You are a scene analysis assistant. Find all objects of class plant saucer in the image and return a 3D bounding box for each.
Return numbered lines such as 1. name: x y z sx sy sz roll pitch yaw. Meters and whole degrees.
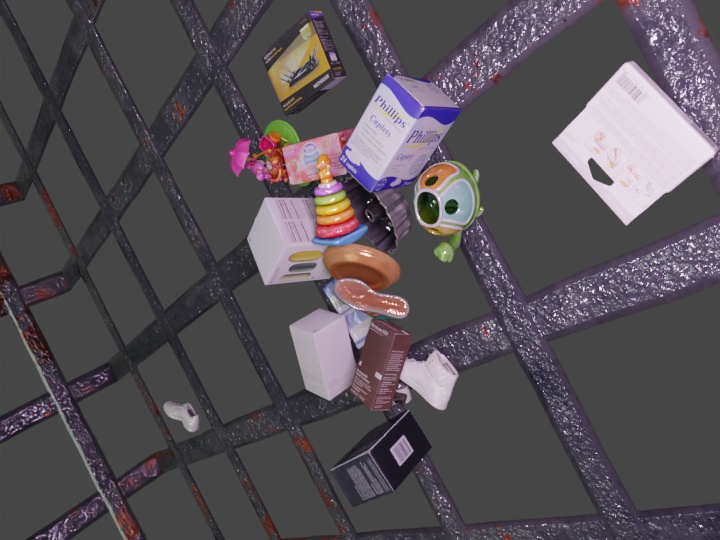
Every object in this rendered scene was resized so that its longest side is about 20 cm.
1. plant saucer: 0.000 0.000 1.371 0.194 0.038 0.201 12 155 6

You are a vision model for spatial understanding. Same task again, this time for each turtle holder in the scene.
1. turtle holder: 0.169 -0.130 1.185 0.139 0.131 0.189 34 128 24

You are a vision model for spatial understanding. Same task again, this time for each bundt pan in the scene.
1. bundt pan: 0.047 -0.145 1.289 0.203 0.075 0.204 49 161 22

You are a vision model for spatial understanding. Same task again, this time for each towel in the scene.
1. towel: -0.013 0.101 1.525 0.146 0.024 0.203 -34 85 44

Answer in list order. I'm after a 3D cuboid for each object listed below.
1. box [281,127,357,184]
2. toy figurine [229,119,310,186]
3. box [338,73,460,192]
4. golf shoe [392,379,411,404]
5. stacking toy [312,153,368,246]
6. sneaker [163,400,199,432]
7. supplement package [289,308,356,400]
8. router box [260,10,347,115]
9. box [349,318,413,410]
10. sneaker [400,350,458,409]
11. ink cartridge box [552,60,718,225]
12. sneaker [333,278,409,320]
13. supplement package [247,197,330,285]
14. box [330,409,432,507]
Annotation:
1. box: -0.085 -0.276 1.366 0.196 0.102 0.098 -2 108 42
2. toy figurine: -0.245 -0.278 1.451 0.201 0.182 0.151 48 133 13
3. box: 0.081 -0.275 1.143 0.105 0.182 0.202 44 122 16
4. golf shoe: 0.058 0.328 1.526 0.198 0.078 0.096 -15 111 54
5. stacking toy: -0.068 -0.165 1.291 0.108 0.115 0.206 9 119 47
6. sneaker: -0.744 0.587 2.367 0.196 0.075 0.091 26 112 24
7. supplement package: -0.100 0.231 1.575 0.119 0.118 0.206 11 120 48
8. router box: -0.139 -0.492 1.352 0.197 0.052 0.161 -20 94 44
9. box: 0.051 0.236 1.418 0.099 0.074 0.206 25 100 48
10. sneaker: 0.159 0.238 1.412 0.198 0.073 0.118 35 113 32
11. ink cartridge box: 0.456 -0.212 0.954 0.202 0.044 0.177 52 133 12
12. sneaker: 0.020 0.082 1.401 0.195 0.073 0.080 21 159 -6
13. supplement package: -0.156 -0.076 1.424 0.153 0.196 0.153 -54 53 41
14. box: 0.056 0.506 1.520 0.126 0.198 0.196 55 134 5
